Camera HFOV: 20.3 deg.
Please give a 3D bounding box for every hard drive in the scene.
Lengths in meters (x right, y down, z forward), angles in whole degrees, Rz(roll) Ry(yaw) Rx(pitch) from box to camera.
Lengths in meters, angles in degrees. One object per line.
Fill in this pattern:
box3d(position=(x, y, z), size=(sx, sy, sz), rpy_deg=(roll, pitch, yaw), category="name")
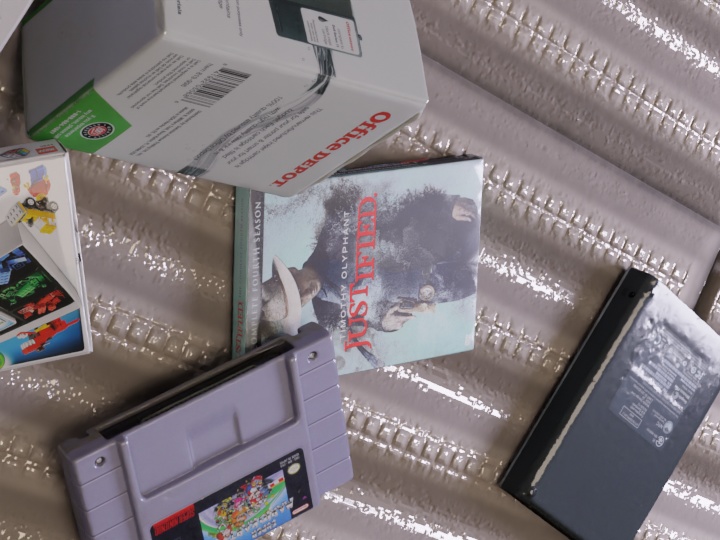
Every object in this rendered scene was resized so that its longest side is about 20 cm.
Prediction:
box3d(position=(0.205, 0.117, 1.577), size=(0.139, 0.033, 0.201), rpy_deg=(38, 80, -38), category="hard drive")

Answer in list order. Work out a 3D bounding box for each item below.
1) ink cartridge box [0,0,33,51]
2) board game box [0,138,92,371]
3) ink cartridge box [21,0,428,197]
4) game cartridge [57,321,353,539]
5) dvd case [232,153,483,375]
box3d(position=(-0.219, -0.200, 1.085), size=(0.084, 0.146, 0.201), rpy_deg=(37, 80, -37), category="ink cartridge box")
box3d(position=(-0.260, 0.004, 1.155), size=(0.199, 0.035, 0.127), rpy_deg=(-11, 112, -18), category="board game box")
box3d(position=(-0.081, -0.122, 1.206), size=(0.199, 0.146, 0.084), rpy_deg=(12, 61, -39), category="ink cartridge box")
box3d(position=(-0.097, 0.130, 1.336), size=(0.199, 0.038, 0.130), rpy_deg=(-26, 122, -25), category="game cartridge")
box3d(position=(0.000, 0.000, 1.392), size=(0.199, 0.022, 0.147), rpy_deg=(-8, 108, -34), category="dvd case")
